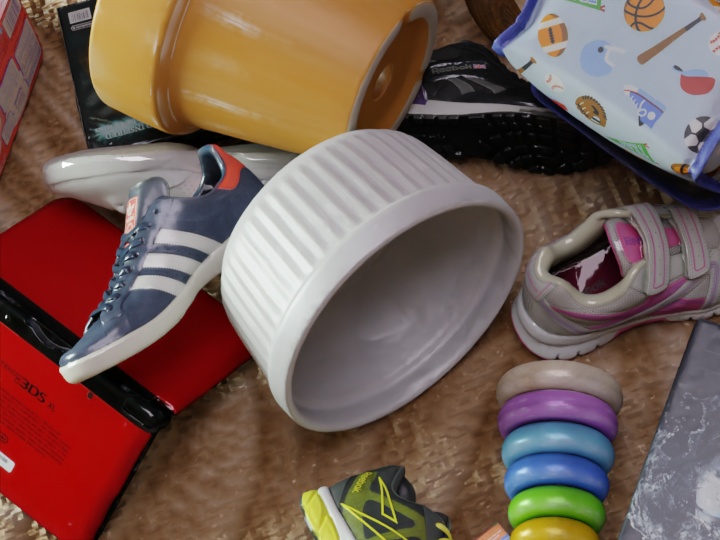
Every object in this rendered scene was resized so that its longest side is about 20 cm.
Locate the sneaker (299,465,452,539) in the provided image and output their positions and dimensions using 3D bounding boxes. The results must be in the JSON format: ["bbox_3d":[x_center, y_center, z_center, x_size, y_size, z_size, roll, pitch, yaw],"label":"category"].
[{"bbox_3d":[0.031,0.195,1.436,0.084,0.075,0.200,-31,49,-5],"label":"sneaker"}]

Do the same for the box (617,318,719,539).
[{"bbox_3d":[0.275,0.164,1.422,0.196,0.118,0.201,18,70,14],"label":"box"}]

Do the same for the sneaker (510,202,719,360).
[{"bbox_3d":[0.198,-0.006,1.522,0.199,0.088,0.082,-24,65,-4],"label":"sneaker"}]

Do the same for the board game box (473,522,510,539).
[{"bbox_3d":[0.044,0.264,1.457,0.200,0.019,0.103,-36,68,-10],"label":"board game box"}]

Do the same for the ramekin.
[{"bbox_3d":[0.000,0.000,1.488,0.200,0.200,0.105,-38,60,-11],"label":"ramekin"}]

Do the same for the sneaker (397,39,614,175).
[{"bbox_3d":[0.094,-0.128,1.600,0.199,0.076,0.088,7,61,10],"label":"sneaker"}]

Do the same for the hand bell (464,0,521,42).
[{"bbox_3d":[0.067,-0.224,1.590,0.104,0.200,0.104,-27,34,20],"label":"hand bell"}]

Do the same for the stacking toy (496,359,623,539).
[{"bbox_3d":[0.124,0.163,1.451,0.085,0.085,0.201,2,63,8],"label":"stacking toy"}]

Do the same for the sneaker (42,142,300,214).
[{"bbox_3d":[-0.127,-0.045,1.587,0.199,0.075,0.089,1,101,3],"label":"sneaker"}]

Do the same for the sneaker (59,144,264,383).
[{"bbox_3d":[-0.144,-0.009,1.501,0.200,0.075,0.085,-45,103,-31],"label":"sneaker"}]

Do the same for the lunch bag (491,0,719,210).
[{"bbox_3d":[0.198,-0.130,1.493,0.170,0.200,0.124,36,98,16],"label":"lunch bag"}]

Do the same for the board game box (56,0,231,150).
[{"bbox_3d":[-0.116,-0.159,1.661,0.199,0.028,0.136,-15,67,0],"label":"board game box"}]

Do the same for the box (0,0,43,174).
[{"bbox_3d":[-0.312,-0.107,1.623,0.094,0.103,0.201,11,69,12],"label":"box"}]

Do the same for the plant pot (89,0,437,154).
[{"bbox_3d":[-0.055,-0.165,1.531,0.183,0.200,0.200,27,72,17],"label":"plant pot"}]

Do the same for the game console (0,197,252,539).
[{"bbox_3d":[-0.203,0.069,1.576,0.200,0.119,0.173,35,105,20],"label":"game console"}]
